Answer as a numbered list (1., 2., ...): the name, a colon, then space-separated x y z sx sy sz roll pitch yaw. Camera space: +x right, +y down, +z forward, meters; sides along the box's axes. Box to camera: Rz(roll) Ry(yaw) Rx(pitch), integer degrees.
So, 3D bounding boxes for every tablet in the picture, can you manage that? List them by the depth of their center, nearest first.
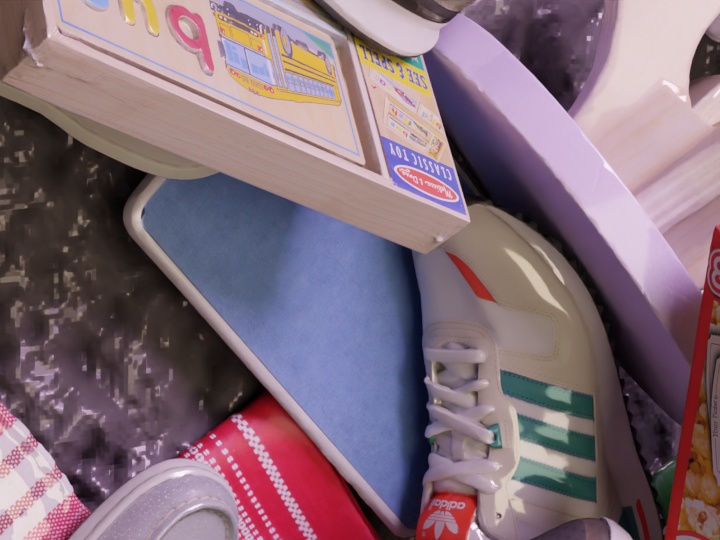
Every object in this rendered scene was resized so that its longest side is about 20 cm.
1. tablet: 0.000 0.000 0.818 0.130 0.014 0.200 -53 122 -22

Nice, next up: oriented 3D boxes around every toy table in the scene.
1. toy table: 0.125 -0.043 0.807 0.117 0.184 0.201 -37 109 -7

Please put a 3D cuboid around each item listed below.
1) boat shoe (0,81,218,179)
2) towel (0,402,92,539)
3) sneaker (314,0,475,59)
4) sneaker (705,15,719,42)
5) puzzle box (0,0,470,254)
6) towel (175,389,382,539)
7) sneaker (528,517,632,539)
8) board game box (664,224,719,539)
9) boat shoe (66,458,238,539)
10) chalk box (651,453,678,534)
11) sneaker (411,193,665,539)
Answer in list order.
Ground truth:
1. boat shoe: -0.121 -0.103 0.703 0.201 0.061 0.072 30 123 -30
2. towel: -0.200 0.073 0.711 0.146 0.030 0.200 -44 113 -17
3. sneaker: -0.008 -0.160 0.682 0.115 0.076 0.200 -36 135 29
4. sneaker: 0.222 -0.123 0.912 0.199 0.075 0.100 9 138 -46
5. puzzle box: -0.048 -0.091 0.699 0.199 0.025 0.134 21 45 -44
6. towel: -0.073 0.157 0.813 0.200 0.022 0.145 -37 117 -19
7. sneaker: 0.012 0.146 0.772 0.199 0.077 0.082 -36 107 12
8. board game box: 0.190 0.071 0.771 0.151 0.046 0.201 -10 118 -30
9. boat shoe: -0.096 0.167 0.743 0.074 0.065 0.203 35 84 -49
10. chalk box: 0.185 0.165 0.911 0.124 0.124 0.201 -29 115 -23
11. sneaker: 0.057 0.069 0.815 0.093 0.070 0.201 -38 118 -32
